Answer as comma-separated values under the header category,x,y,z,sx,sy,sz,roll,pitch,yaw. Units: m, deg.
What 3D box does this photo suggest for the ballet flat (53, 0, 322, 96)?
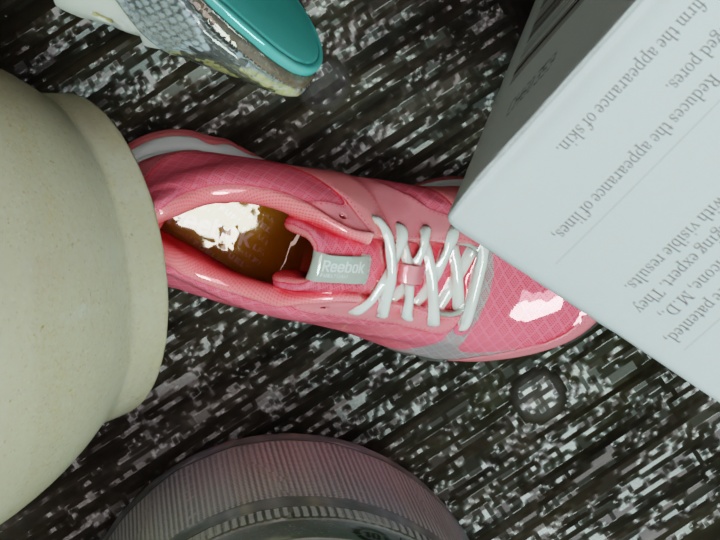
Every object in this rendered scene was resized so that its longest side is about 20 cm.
category,x,y,z,sx,sy,sz,roll,pitch,yaw
ballet flat,-0.097,-0.133,1.020,0.072,0.072,0.200,-39,100,2

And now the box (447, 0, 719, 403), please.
category,x,y,z,sx,sy,sz,roll,pitch,yaw
box,0.152,-0.095,0.937,0.131,0.199,0.200,33,133,-10

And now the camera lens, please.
category,x,y,z,sx,sy,sz,roll,pitch,yaw
camera lens,-0.022,0.152,0.998,0.160,0.200,0.160,-1,99,-5

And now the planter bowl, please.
category,x,y,z,sx,sy,sz,roll,pitch,yaw
planter bowl,-0.152,0.004,0.981,0.135,0.200,0.200,-12,102,-31

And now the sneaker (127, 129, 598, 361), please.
category,x,y,z,sx,sy,sz,roll,pitch,yaw
sneaker,0.000,0.000,1.033,0.200,0.087,0.074,9,99,-7
